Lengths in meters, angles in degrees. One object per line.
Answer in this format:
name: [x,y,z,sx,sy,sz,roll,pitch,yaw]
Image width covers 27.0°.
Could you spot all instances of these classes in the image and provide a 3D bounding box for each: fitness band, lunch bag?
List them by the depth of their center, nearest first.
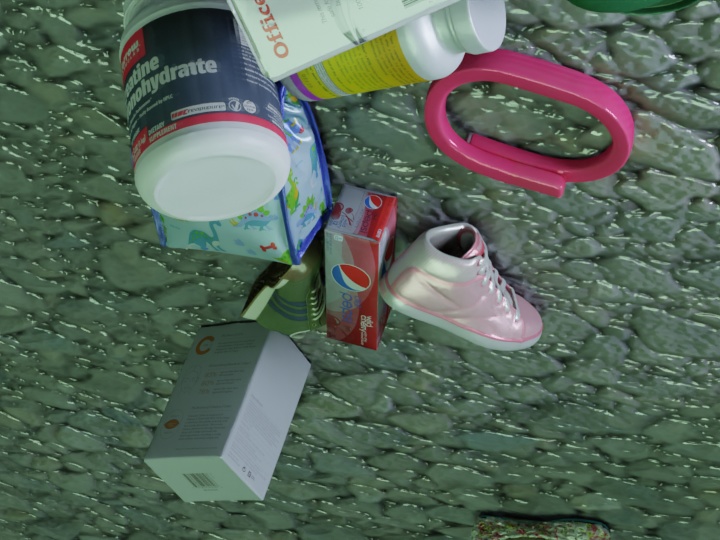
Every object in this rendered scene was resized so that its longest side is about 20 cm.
fitness band: [0.158,-0.139,1.409,0.198,0.038,0.144,17,142,3]
lunch bag: [-0.132,-0.116,1.514,0.168,0.128,0.201,8,130,20]

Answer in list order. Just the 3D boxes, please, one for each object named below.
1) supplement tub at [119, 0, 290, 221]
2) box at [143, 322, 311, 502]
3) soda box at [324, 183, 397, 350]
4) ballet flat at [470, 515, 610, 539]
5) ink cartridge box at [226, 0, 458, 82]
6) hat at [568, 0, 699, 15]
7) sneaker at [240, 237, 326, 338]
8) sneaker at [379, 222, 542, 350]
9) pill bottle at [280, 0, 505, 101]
supplement tub: [-0.144,-0.160,1.353,0.139,0.202,0.141,-9,154,-5]
box: [-0.160,0.172,1.835,0.123,0.201,0.098,-6,138,33]
soda box: [0.000,0.000,1.639,0.063,0.070,0.201,13,144,10]
ballet flat: [0.240,0.373,2.028,0.198,0.064,0.076,-3,138,29]
ink cartridge box: [-0.011,-0.261,1.190,0.198,0.083,0.148,-21,110,14]
hat: [0.184,-0.215,1.164,0.199,0.177,0.165,33,143,-19]
sneaker: [-0.064,0.024,1.709,0.089,0.068,0.200,29,150,-12]
sneaker: [0.128,0.015,1.592,0.199,0.076,0.105,18,125,-23]
pill bottle: [0.024,-0.213,1.313,0.198,0.105,0.104,-5,138,32]
